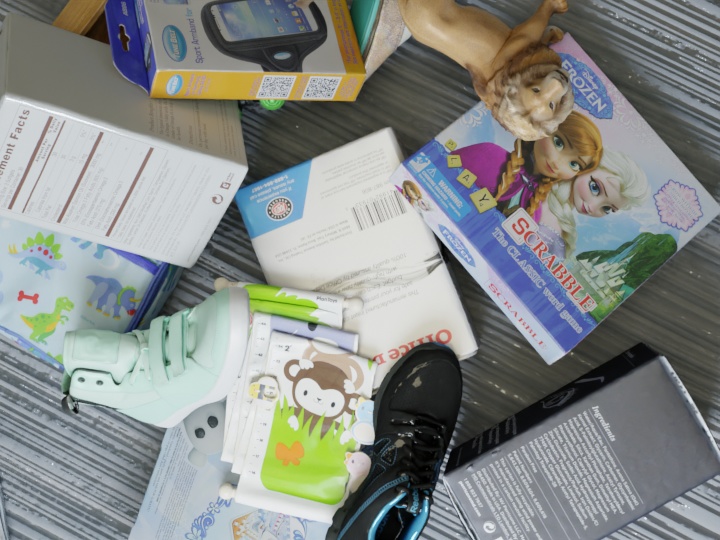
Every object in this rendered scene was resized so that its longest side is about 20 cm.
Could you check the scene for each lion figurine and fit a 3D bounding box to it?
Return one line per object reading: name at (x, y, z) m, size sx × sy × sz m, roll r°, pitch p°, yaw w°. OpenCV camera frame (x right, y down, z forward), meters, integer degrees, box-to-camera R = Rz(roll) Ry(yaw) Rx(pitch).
lion figurine at (0.091, -0.188, 1.111) m, size 0.200 × 0.073 × 0.123 m, roll 32°, pitch 63°, yaw 13°

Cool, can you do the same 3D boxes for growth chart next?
growth chart at (-0.051, 0.108, 1.140) m, size 0.144 × 0.018 × 0.201 m, roll 2°, pitch 94°, yaw 11°

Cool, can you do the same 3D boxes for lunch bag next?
lunch bag at (-0.264, -0.013, 1.214) m, size 0.200 × 0.082 × 0.161 m, roll 33°, pitch 92°, yaw 4°

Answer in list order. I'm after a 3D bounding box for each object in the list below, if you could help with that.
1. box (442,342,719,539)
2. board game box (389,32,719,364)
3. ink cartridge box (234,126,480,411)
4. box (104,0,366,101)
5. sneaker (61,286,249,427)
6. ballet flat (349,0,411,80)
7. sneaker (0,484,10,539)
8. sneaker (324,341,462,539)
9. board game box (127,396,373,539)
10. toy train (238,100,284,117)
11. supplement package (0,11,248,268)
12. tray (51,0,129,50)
box at (0.177, 0.153, 1.129) m, size 0.200 × 0.148 × 0.105 m, roll -30°, pitch 87°, yaw 7°
board game box at (0.161, -0.062, 1.138) m, size 0.199 × 0.041 × 0.200 m, roll -40°, pitch 87°, yaw -22°
ink cartridge box at (0.000, 0.000, 1.179) m, size 0.144 × 0.084 × 0.200 m, roll -21°, pitch 88°, yaw 7°
box at (-0.103, -0.196, 1.133) m, size 0.199 × 0.042 × 0.119 m, roll -1°, pitch 59°, yaw -24°
sneaker at (-0.169, 0.066, 1.103) m, size 0.118 × 0.200 × 0.074 m, roll 15°, pitch 55°, yaw -27°
ballet flat at (0.033, -0.248, 1.184) m, size 0.067 × 0.068 × 0.201 m, roll 9°, pitch 94°, yaw -21°
sneaker at (-0.349, 0.232, 1.231) m, size 0.073 × 0.071 × 0.200 m, roll -24°, pitch 88°, yaw 7°
sneaker at (0.041, 0.155, 1.095) m, size 0.073 × 0.082 × 0.201 m, roll 20°, pitch 87°, yaw -22°
board game box at (-0.083, 0.211, 1.171) m, size 0.198 × 0.043 × 0.200 m, roll 14°, pitch 69°, yaw 11°
toy train at (-0.129, -0.152, 1.206) m, size 0.199 × 0.042 × 0.056 m, roll -19°, pitch 122°, yaw 7°
supplement package at (-0.208, -0.102, 1.122) m, size 0.200 × 0.117 × 0.117 m, roll 17°, pitch 127°, yaw -24°
tray at (-0.196, -0.223, 1.190) m, size 0.037 × 0.099 × 0.200 m, roll 42°, pitch 96°, yaw 28°
